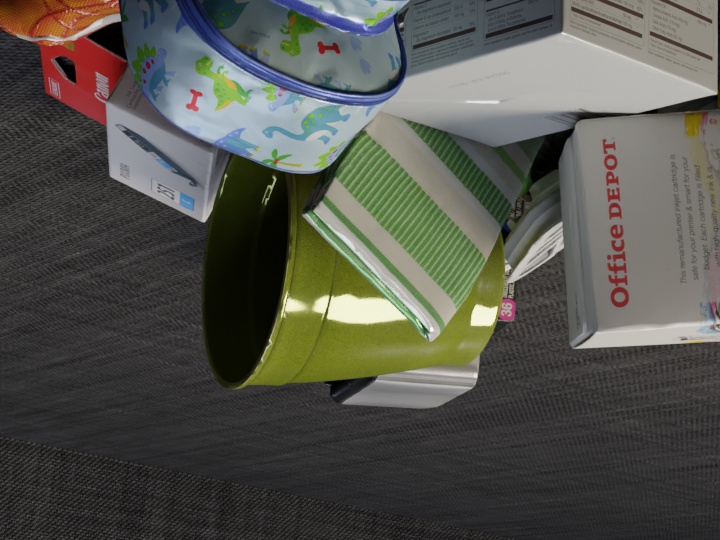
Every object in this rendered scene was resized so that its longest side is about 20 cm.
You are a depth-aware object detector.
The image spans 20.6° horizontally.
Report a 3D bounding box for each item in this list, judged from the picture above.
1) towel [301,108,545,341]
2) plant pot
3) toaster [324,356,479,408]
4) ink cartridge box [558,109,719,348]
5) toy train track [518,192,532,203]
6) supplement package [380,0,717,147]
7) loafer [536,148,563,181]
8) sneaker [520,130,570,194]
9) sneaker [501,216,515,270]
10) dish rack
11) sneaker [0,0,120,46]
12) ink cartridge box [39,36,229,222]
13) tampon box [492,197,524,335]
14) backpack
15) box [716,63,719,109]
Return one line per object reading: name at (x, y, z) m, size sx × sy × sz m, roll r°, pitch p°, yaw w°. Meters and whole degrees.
towel at (0.047, -0.070, 1.379) m, size 0.023 × 0.200 × 0.153 m, roll -12°, pitch 132°, yaw 46°
plant pot at (0.000, 0.000, 1.526) m, size 0.193 × 0.200 × 0.200 m, roll 7°, pitch 166°, yaw -22°
toaster at (0.044, 0.033, 1.949) m, size 0.119 × 0.181 × 0.200 m, roll 6°, pitch 166°, yaw -12°
ink cartridge box at (0.243, -0.027, 1.372) m, size 0.200 × 0.147 × 0.145 m, roll -3°, pitch 172°, yaw 0°
toy train track at (0.090, -0.075, 1.624) m, size 0.115 × 0.033 × 0.200 m, roll 39°, pitch -168°, yaw 5°
supplement package at (0.109, -0.166, 1.301) m, size 0.156 × 0.111 × 0.200 m, roll 13°, pitch 164°, yaw -41°
loafer at (0.138, -0.108, 1.642) m, size 0.200 × 0.063 × 0.072 m, roll 24°, pitch -161°, yaw -42°
sneaker at (0.127, -0.139, 1.508) m, size 0.077 × 0.084 × 0.200 m, roll 41°, pitch 159°, yaw 19°
sneaker at (0.046, -0.043, 1.673) m, size 0.200 × 0.075 × 0.088 m, roll 7°, pitch 174°, yaw -7°
dish rack at (0.196, -0.073, 1.586) m, size 0.200 × 0.044 × 0.172 m, roll -32°, pitch 171°, yaw -13°
sneaker at (-0.183, -0.207, 1.389) m, size 0.200 × 0.073 × 0.077 m, roll -5°, pitch 137°, yaw 30°
ink cartridge box at (-0.191, -0.120, 1.603) m, size 0.176 × 0.045 × 0.200 m, roll 27°, pitch 164°, yaw 1°
tampon box at (0.034, -0.026, 1.781) m, size 0.200 × 0.150 × 0.126 m, roll 8°, pitch 166°, yaw -9°
backpack at (-0.052, -0.173, 1.176) m, size 0.183 × 0.200 × 0.147 m, roll 17°, pitch 142°, yaw -31°
box at (0.312, -0.118, 1.493) m, size 0.064 × 0.070 × 0.200 m, roll 2°, pitch 164°, yaw 18°
